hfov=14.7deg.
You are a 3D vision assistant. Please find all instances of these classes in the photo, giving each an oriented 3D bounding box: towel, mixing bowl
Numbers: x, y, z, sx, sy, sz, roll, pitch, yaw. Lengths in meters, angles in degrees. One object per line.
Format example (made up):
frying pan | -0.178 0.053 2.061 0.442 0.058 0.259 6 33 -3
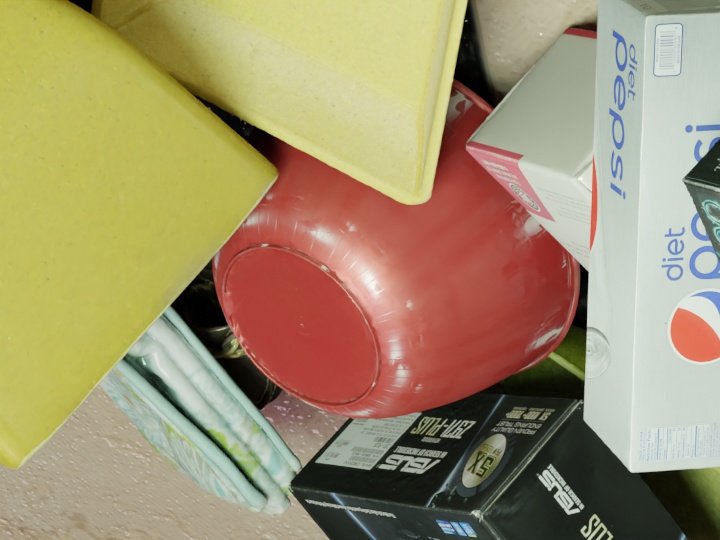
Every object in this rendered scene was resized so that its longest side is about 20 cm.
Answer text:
towel | -0.128 0.047 1.559 0.200 0.048 0.171 52 167 -26
mixing bowl | 0.000 0.000 1.408 0.200 0.108 0.200 23 135 25

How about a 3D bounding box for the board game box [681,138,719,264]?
board game box | 0.214 -0.005 1.173 0.028 0.135 0.200 18 146 45

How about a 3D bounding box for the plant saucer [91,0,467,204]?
plant saucer | -0.028 -0.154 1.306 0.200 0.048 0.200 28 137 18

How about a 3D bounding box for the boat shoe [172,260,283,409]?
boat shoe | -0.078 0.011 1.539 0.072 0.060 0.200 12 138 19

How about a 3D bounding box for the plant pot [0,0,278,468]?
plant pot | -0.201 -0.061 1.360 0.200 0.196 0.194 48 168 -31

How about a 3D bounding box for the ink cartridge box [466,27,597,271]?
ink cartridge box | 0.163 -0.014 1.304 0.200 0.083 0.146 43 173 -19

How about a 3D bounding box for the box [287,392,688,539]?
box | 0.080 0.150 1.477 0.164 0.086 0.200 52 157 -21

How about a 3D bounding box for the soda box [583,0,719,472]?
soda box | 0.135 -0.020 1.177 0.063 0.068 0.200 -4 109 -12

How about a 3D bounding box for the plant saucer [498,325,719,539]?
plant saucer | 0.163 0.126 1.490 0.200 0.048 0.200 35 149 34
